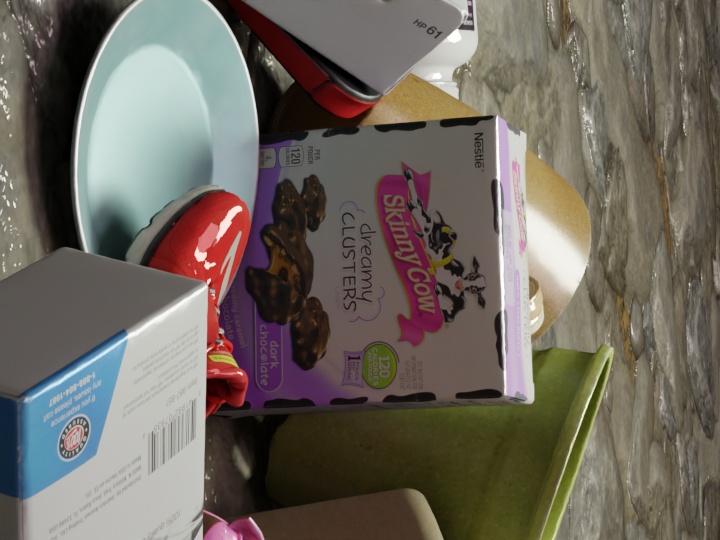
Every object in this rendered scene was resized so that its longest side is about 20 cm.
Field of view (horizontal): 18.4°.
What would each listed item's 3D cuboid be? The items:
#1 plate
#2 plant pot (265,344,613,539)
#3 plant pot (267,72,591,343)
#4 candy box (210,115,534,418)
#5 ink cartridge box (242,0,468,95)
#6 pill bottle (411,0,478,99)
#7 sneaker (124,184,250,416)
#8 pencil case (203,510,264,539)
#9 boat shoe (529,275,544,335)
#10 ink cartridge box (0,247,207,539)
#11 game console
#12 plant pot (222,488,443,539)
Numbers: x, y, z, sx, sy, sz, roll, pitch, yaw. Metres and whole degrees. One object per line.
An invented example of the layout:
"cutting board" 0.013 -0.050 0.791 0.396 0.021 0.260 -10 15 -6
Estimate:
"plate" -0.114 -0.059 1.246 0.200 0.025 0.201 -19 112 -62
"plant pot" 0.045 0.115 1.435 0.200 0.184 0.201 18 90 -80
"plant pot" 0.028 -0.052 1.525 0.200 0.186 0.187 46 41 -37
"candy box" 0.000 0.000 1.343 0.072 0.199 0.169 20 67 -70
"ink cartridge box" -0.016 -0.226 1.369 0.144 0.085 0.200 31 34 -28
"pill bottle" 0.026 -0.213 1.607 0.112 0.112 0.201 -6 92 -72
"sneaker" -0.093 0.044 1.182 0.201 0.085 0.077 -67 150 -29
"pencil case" -0.109 0.216 1.139 0.091 0.093 0.201 62 31 -52
"boat shoe" 0.024 -0.013 1.409 0.074 0.199 0.069 -57 161 -56
"ink cartridge box" -0.138 0.111 0.985 0.145 0.083 0.201 -36 133 -56
"game console" -0.035 -0.195 1.417 0.177 0.031 0.200 49 28 -11
"plant pot" -0.014 0.242 1.297 0.177 0.199 0.200 -90 166 -50
